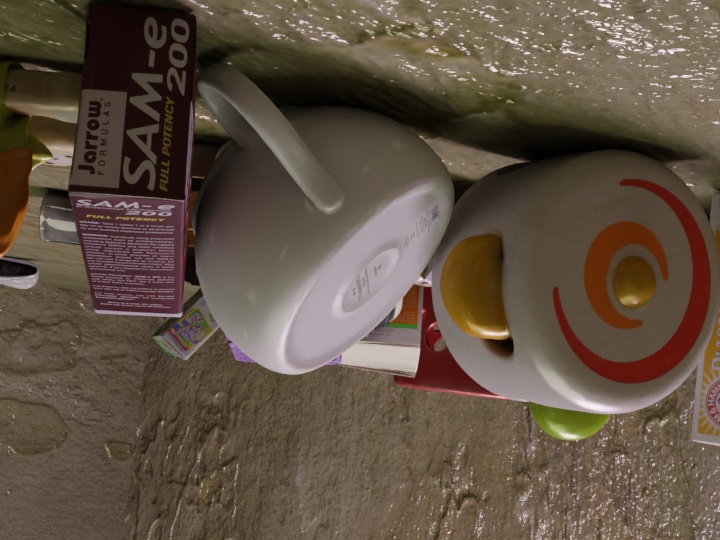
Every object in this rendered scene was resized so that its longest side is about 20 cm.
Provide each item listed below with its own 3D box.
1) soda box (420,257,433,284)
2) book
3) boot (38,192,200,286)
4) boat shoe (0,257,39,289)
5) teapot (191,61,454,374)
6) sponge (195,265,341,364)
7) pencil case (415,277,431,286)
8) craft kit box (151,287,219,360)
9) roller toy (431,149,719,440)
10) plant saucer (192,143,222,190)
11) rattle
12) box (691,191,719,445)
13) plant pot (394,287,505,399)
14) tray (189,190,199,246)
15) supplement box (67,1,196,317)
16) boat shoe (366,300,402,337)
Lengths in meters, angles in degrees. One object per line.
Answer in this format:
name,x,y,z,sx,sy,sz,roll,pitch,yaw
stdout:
soda box,0.109,-0.003,1.019,0.068,0.064,0.200,47,-170,38
book,0.003,0.023,1.206,0.133,0.201,0.048,7,131,1
boot,-0.288,-0.036,1.343,0.199,0.073,0.182,0,155,-9
boat shoe,-0.786,-0.004,2.326,0.199,0.072,0.069,15,150,-21
teapot,-0.044,-0.040,0.731,0.146,0.201,0.197,42,-147,19
sponge,-0.081,0.036,1.031,0.111,0.030,0.200,2,151,7
pencil case,0.108,-0.016,1.126,0.089,0.078,0.199,-15,162,42
craft kit box,-0.168,0.026,1.346,0.049,0.200,0.197,47,166,-10
roller toy,0.155,0.006,0.776,0.200,0.183,0.140,41,162,-20
plant saucer,-0.113,-0.078,0.958,0.199,0.037,0.200,7,175,1
rattle,-0.213,-0.059,0.776,0.129,0.144,0.200,-13,169,-7
box,0.338,0.044,0.853,0.112,0.201,0.101,1,172,42
plant pot,0.147,0.062,1.335,0.199,0.184,0.200,6,174,1
tray,-0.126,-0.045,0.953,0.199,0.037,0.098,3,174,38
supplement box,-0.128,-0.053,0.634,0.060,0.110,0.200,3,161,-8
boat shoe,-0.002,-0.001,1.032,0.074,0.066,0.200,35,152,21
